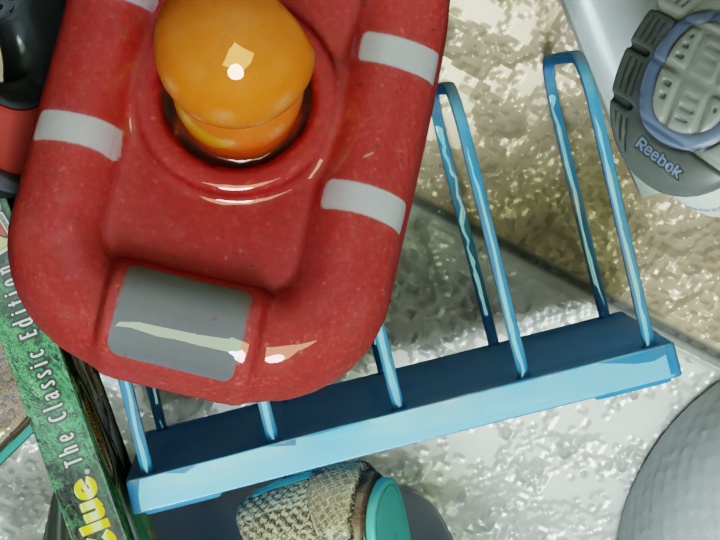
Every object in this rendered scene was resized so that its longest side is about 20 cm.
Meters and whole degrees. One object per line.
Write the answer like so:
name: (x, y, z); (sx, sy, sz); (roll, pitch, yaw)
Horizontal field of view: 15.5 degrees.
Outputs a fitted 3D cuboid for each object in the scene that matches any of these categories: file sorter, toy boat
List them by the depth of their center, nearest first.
toy boat: (-0.040, -0.063, 0.858); (0.130, 0.131, 0.201); (12, 77, 0)
file sorter: (0.000, 0.000, 0.989); (0.199, 0.139, 0.123); (-15, 94, -1)

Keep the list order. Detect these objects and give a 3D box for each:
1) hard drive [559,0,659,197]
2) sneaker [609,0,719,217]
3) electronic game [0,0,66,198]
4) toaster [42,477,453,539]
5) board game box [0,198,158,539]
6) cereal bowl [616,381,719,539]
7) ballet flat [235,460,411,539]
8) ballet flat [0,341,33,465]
hard drive: (0.133, -0.141, 1.013); (0.131, 0.026, 0.201); (-23, 114, 3)
sneaker: (0.153, -0.111, 0.970); (0.074, 0.087, 0.201); (26, 83, 23)
electronic game: (-0.132, -0.124, 0.897); (0.041, 0.200, 0.201); (-8, 115, 18)
toaster: (-0.058, 0.187, 1.079); (0.199, 0.119, 0.182); (4, 112, -9)
board game box: (-0.099, 0.066, 0.952); (0.023, 0.105, 0.201); (-20, 79, -3)
cereal bowl: (0.210, 0.133, 1.109); (0.199, 0.083, 0.201); (-3, 114, -6)
ballet flat: (0.001, 0.163, 0.984); (0.075, 0.068, 0.201); (-11, 110, 21)
ballet flat: (-0.179, 0.074, 1.053); (0.067, 0.068, 0.200); (41, 97, -4)
